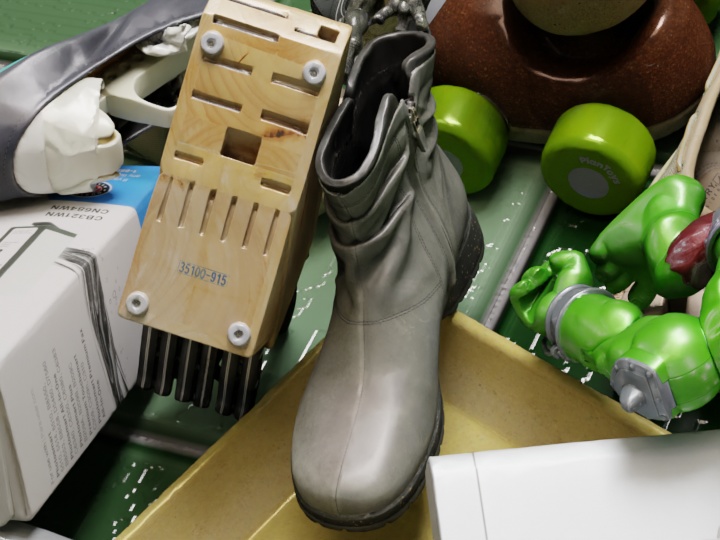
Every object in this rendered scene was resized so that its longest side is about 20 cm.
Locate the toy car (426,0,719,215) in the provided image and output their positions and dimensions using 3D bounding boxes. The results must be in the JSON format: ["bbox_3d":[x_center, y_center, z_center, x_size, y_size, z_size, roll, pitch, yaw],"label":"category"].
[{"bbox_3d":[0.091,-0.158,1.060,0.157,0.201,0.165,9,52,24],"label":"toy car"}]

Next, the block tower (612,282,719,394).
[{"bbox_3d":[0.210,0.022,0.961,0.198,0.054,0.058,0,50,19],"label":"block tower"}]

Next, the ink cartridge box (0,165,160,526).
[{"bbox_3d":[-0.185,0.027,1.020,0.145,0.085,0.200,2,28,18],"label":"ink cartridge box"}]

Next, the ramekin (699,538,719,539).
[{"bbox_3d":[0.130,0.180,0.726,0.200,0.095,0.203,-2,41,2],"label":"ramekin"}]

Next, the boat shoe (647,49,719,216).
[{"bbox_3d":[0.200,-0.084,1.036,0.072,0.065,0.200,34,63,5],"label":"boat shoe"}]

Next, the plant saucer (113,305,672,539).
[{"bbox_3d":[0.022,0.120,0.937,0.199,0.049,0.200,30,62,36],"label":"plant saucer"}]

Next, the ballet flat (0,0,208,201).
[{"bbox_3d":[-0.123,-0.082,1.043,0.199,0.073,0.073,-35,47,-30],"label":"ballet flat"}]

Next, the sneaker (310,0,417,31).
[{"bbox_3d":[0.031,-0.202,1.209,0.086,0.081,0.200,3,44,34],"label":"sneaker"}]

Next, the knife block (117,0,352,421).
[{"bbox_3d":[-0.054,-0.026,0.991,0.063,0.202,0.176,17,9,3],"label":"knife block"}]

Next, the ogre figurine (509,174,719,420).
[{"bbox_3d":[0.164,0.003,0.886,0.198,0.099,0.120,-4,31,0],"label":"ogre figurine"}]

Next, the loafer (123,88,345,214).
[{"bbox_3d":[-0.084,-0.076,1.129,0.199,0.076,0.068,13,48,27],"label":"loafer"}]

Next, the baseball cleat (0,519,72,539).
[{"bbox_3d":[-0.199,0.113,1.000,0.198,0.070,0.107,4,44,17],"label":"baseball cleat"}]

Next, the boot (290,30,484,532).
[{"bbox_3d":[0.000,0.000,0.929,0.067,0.131,0.201,2,49,19],"label":"boot"}]

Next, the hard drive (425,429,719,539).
[{"bbox_3d":[0.132,0.129,0.857,0.198,0.027,0.133,-5,62,-5],"label":"hard drive"}]

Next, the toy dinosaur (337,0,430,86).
[{"bbox_3d":[0.015,-0.134,1.031,0.047,0.200,0.089,21,53,-2],"label":"toy dinosaur"}]

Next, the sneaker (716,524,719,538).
[{"bbox_3d":[0.239,0.116,0.799,0.199,0.085,0.073,21,40,-4],"label":"sneaker"}]
